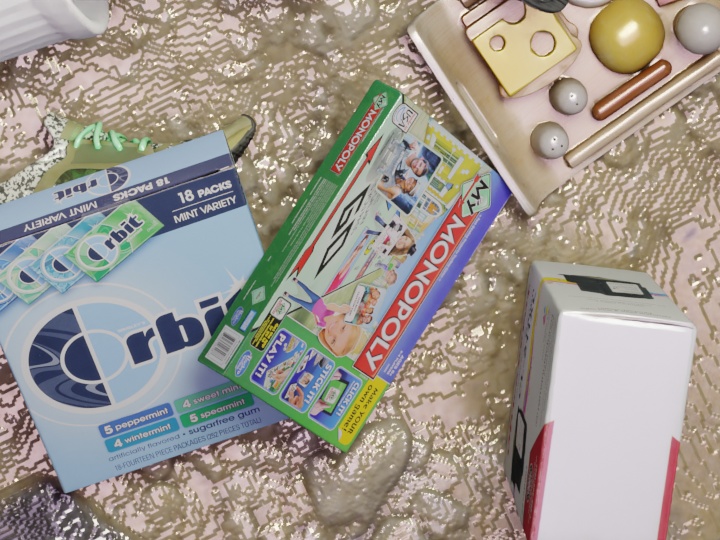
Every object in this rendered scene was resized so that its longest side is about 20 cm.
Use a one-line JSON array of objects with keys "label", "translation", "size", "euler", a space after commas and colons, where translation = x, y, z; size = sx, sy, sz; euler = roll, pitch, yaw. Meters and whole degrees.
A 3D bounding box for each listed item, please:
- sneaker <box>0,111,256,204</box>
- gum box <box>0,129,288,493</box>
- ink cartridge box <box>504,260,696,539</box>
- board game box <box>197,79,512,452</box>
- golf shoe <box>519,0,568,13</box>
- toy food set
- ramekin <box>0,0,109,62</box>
[{"label": "sneaker", "translation": [-0.162, -0.065, 1.542], "size": [0.199, 0.077, 0.089], "euler": [-25, 89, -3]}, {"label": "gum box", "translation": [-0.134, 0.028, 1.524], "size": [0.169, 0.045, 0.201], "euler": [-18, 129, -1]}, {"label": "ink cartridge box", "translation": [0.142, 0.082, 1.518], "size": [0.082, 0.200, 0.147], "euler": [6, 98, -2]}, {"label": "board game box", "translation": [0.000, 0.000, 1.529], "size": [0.134, 0.029, 0.201], "euler": [35, 86, -46]}, {"label": "golf shoe", "translation": [0.056, -0.236, 1.477], "size": [0.078, 0.094, 0.200], "euler": [-37, 101, -9]}, {"label": "toy food set", "translation": [0.147, -0.149, 1.552], "size": [0.200, 0.060, 0.144], "euler": [-35, 100, 1]}, {"label": "ramekin", "translation": [-0.231, -0.213, 1.450], "size": [0.097, 0.201, 0.201], "euler": [-22, 100, 8]}]
